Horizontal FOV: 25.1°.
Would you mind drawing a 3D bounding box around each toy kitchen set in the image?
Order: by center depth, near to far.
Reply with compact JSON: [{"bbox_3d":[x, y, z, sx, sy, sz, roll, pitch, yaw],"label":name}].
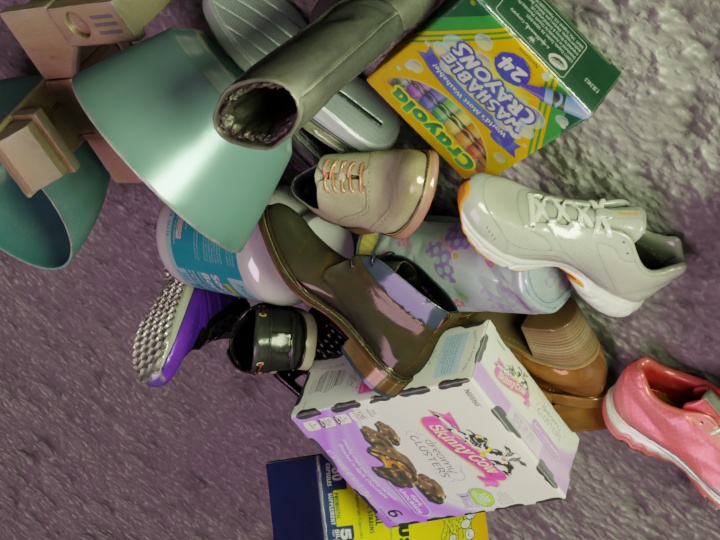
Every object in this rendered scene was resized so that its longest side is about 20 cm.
[{"bbox_3d":[-0.226,-0.153,1.452,0.180,0.163,0.200,4,136,45],"label":"toy kitchen set"}]

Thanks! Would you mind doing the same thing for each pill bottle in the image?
[{"bbox_3d":[-0.096,-0.028,1.517,0.199,0.111,0.111,10,140,49],"label":"pill bottle"}]

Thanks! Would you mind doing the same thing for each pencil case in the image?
[{"bbox_3d":[0.088,-0.009,1.371,0.199,0.083,0.091,-1,125,44],"label":"pencil case"}]

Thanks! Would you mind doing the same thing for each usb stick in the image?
[{"bbox_3d":[-0.047,-0.105,1.452,0.200,0.033,0.055,44,157,-9],"label":"usb stick"}]

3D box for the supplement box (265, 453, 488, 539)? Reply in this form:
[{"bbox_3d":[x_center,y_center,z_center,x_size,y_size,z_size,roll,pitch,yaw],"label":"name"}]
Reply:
[{"bbox_3d":[0.018,0.238,1.662,0.109,0.199,0.110,-17,77,56],"label":"supplement box"}]

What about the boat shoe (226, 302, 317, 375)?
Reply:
[{"bbox_3d":[-0.096,0.063,1.545,0.063,0.074,0.201,4,179,-16],"label":"boat shoe"}]

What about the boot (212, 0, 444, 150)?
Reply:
[{"bbox_3d":[-0.035,-0.154,1.201,0.073,0.200,0.182,45,150,-11],"label":"boot"}]

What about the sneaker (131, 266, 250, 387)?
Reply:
[{"bbox_3d":[-0.158,0.046,1.631,0.099,0.201,0.069,37,136,-24],"label":"sneaker"}]

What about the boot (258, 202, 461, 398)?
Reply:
[{"bbox_3d":[0.000,0.000,1.364,0.097,0.075,0.200,-44,77,26],"label":"boot"}]

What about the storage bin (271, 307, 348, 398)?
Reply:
[{"bbox_3d":[0.011,0.078,1.576,0.135,0.094,0.200,42,150,-4],"label":"storage bin"}]

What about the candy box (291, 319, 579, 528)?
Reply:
[{"bbox_3d":[0.068,0.142,1.447,0.199,0.072,0.168,-16,127,35],"label":"candy box"}]

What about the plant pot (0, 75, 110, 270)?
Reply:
[{"bbox_3d":[-0.329,-0.119,1.642,0.199,0.135,0.201,28,149,19],"label":"plant pot"}]

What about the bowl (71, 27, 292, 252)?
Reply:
[{"bbox_3d":[-0.132,-0.123,1.338,0.201,0.105,0.201,45,-172,-8],"label":"bowl"}]

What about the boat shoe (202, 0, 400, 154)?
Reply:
[{"bbox_3d":[-0.057,-0.160,1.349,0.200,0.072,0.062,42,149,-10],"label":"boat shoe"}]

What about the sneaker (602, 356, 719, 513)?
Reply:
[{"bbox_3d":[0.298,0.142,1.365,0.199,0.074,0.087,29,145,15],"label":"sneaker"}]

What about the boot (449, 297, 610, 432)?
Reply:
[{"bbox_3d":[0.135,0.072,1.466,0.199,0.077,0.156,7,142,32],"label":"boot"}]

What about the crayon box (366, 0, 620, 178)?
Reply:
[{"bbox_3d":[0.090,-0.141,1.232,0.126,0.052,0.200,44,151,-8],"label":"crayon box"}]

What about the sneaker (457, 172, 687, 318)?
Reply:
[{"bbox_3d":[0.167,-0.035,1.246,0.199,0.076,0.092,23,145,-28],"label":"sneaker"}]

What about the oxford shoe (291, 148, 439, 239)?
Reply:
[{"bbox_3d":[0.002,-0.066,1.331,0.073,0.071,0.200,14,168,-22],"label":"oxford shoe"}]
